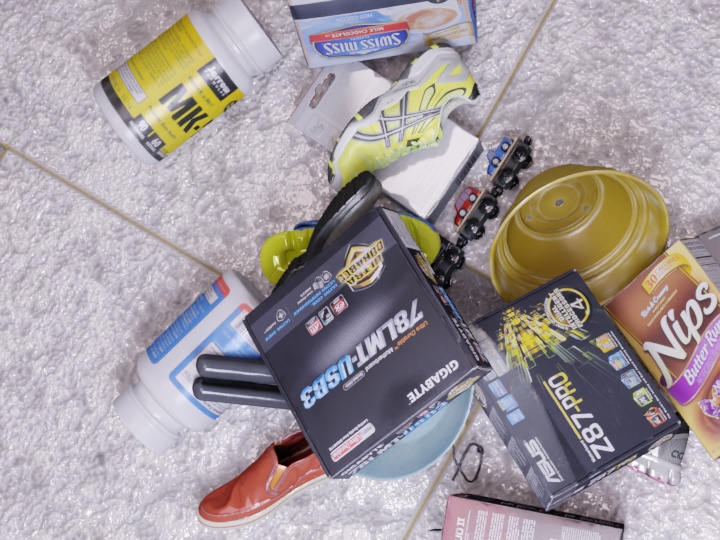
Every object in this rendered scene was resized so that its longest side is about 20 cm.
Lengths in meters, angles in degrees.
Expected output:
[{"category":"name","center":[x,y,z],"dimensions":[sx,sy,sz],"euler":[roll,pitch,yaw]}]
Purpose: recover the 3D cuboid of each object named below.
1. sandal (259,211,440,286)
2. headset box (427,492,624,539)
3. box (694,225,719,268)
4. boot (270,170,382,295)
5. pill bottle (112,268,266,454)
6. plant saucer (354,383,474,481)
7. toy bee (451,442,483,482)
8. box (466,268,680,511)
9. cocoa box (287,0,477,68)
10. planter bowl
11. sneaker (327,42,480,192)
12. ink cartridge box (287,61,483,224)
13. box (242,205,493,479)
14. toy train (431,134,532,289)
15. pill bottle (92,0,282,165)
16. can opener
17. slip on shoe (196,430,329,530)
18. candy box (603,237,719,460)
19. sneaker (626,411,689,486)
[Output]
[{"category":"sandal","center":[-0.009,-0.030,1.692],"dimensions":[0.197,0.087,0.081],"euler":[-2,103,7]},{"category":"headset box","center":[0.170,0.281,1.582],"dimensions":[0.198,0.149,0.078],"euler":[8,84,11]},{"category":"box","center":[0.474,0.001,1.615],"dimensions":[0.198,0.044,0.162],"euler":[-22,79,8]},{"category":"boot","center":[0.000,0.000,1.630],"dimensions":[0.130,0.068,0.201],"euler":[31,113,-10]},{"category":"pill bottle","center":[-0.177,0.104,1.693],"dimensions":[0.200,0.112,0.112],"euler":[-43,77,3]},{"category":"plant saucer","center":[0.033,0.113,1.567],"dimensions":[0.199,0.039,0.204],"euler":[-4,82,28]},{"category":"toy bee","center":[0.059,0.126,1.648],"dimensions":[0.108,0.130,0.203],"euler":[5,94,36]},{"category":"box","center":[0.204,0.118,1.557],"dimensions":[0.160,0.049,0.201],"euler":[-26,69,-14]},{"category":"cocoa box","center":[0.023,-0.324,1.681],"dimensions":[0.197,0.132,0.134],"euler":[-7,49,10]},{"category":"planter bowl","center":[0.222,-0.051,1.629],"dimensions":[0.199,0.201,0.084],"euler":[-24,43,7]},{"category":"sneaker","center":[0.045,-0.154,1.653],"dimensions":[0.200,0.075,0.076],"euler":[-46,76,4]},{"category":"ink cartridge box","center":[0.028,-0.151,1.720],"dimensions":[0.199,0.050,0.109],"euler":[35,90,14]},{"category":"box","center":[0.003,0.073,1.540],"dimensions":[0.199,0.050,0.200],"euler":[-38,67,20]},{"category":"toy train","center":[0.127,-0.068,1.699],"dimensions":[0.046,0.034,0.201],"euler":[34,91,26]},{"category":"pill bottle","center":[-0.194,-0.221,1.739],"dimensions":[0.199,0.114,0.115],"euler":[-37,77,4]},{"category":"can opener","center":[-0.077,0.129,1.625],"dimensions":[0.198,0.067,0.054],"euler":[7,107,-14]},{"category":"slip on shoe","center":[-0.094,0.219,1.674],"dimensions":[0.198,0.074,0.062],"euler":[-27,122,2]},{"category":"candy box","center":[0.358,0.080,1.592],"dimensions":[0.117,0.056,0.201],"euler":[-45,68,28]},{"category":"sneaker","center":[0.262,0.149,1.623],"dimensions":[0.198,0.074,0.088],"euler":[26,88,8]}]
